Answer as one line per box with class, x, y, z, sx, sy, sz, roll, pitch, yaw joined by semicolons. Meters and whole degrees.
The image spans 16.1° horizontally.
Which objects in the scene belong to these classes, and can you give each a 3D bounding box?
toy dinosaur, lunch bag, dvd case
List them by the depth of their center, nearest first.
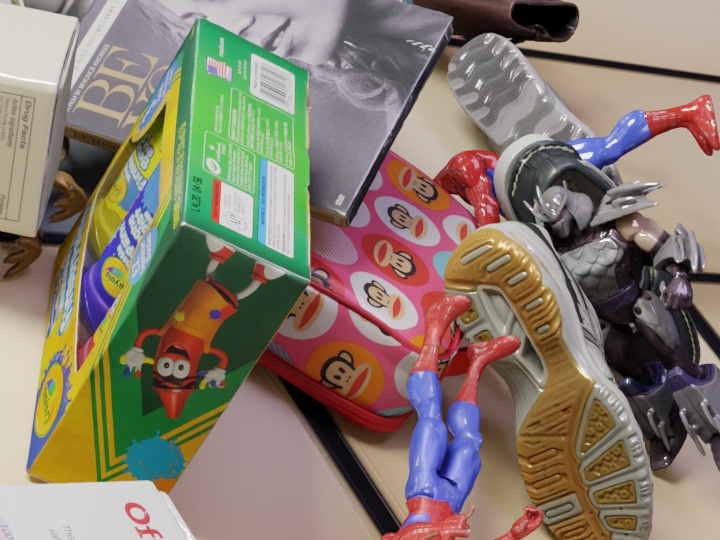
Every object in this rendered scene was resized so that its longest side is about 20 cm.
toy dinosaur;-0.191;-0.056;1.369;0.106;0.061;0.199;44;30;23
dvd case;-0.067;-0.112;1.415;0.199;0.016;0.149;18;59;18
lunch bag;0.000;0.000;1.450;0.175;0.082;0.200;31;28;-5

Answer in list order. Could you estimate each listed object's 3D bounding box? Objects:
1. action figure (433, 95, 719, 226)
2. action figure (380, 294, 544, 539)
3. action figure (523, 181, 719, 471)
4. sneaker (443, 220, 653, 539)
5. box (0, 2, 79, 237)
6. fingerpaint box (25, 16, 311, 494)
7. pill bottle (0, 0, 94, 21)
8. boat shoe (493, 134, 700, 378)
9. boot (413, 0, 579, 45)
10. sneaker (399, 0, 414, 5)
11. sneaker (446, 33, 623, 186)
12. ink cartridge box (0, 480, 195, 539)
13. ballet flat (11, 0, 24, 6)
action figure;0.130;-0.042;1.601;0.065;0.198;0.100;63;16;-86
action figure;0.056;0.102;1.290;0.065;0.099;0.201;36;53;-29
action figure;0.155;0.027;1.478;0.201;0.130;0.070;55;40;-23
sneaker;0.119;0.062;1.417;0.201;0.075;0.088;68;25;-4
box;-0.248;-0.091;1.278;0.198;0.095;0.078;12;32;-5
fingerpaint box;-0.095;-0.004;1.273;0.073;0.167;0.201;25;30;-17
pill bottle;-0.119;-0.170;1.553;0.199;0.120;0.120;17;32;-28
boat shoe;0.151;0.005;1.540;0.200;0.076;0.060;47;-6;-27
boot;0.038;-0.199;1.742;0.166;0.073;0.199;16;7;37
sneaker;-0.060;-0.141;1.491;0.199;0.087;0.078;-11;8;-21
sneaker;0.135;-0.073;1.705;0.082;0.075;0.201;29;30;-58
ink cartridge box;-0.148;0.167;1.045;0.199;0.083;0.146;3;40;-42
ballet flat;-0.237;-0.163;1.473;0.065;0.071;0.201;-18;62;-27
